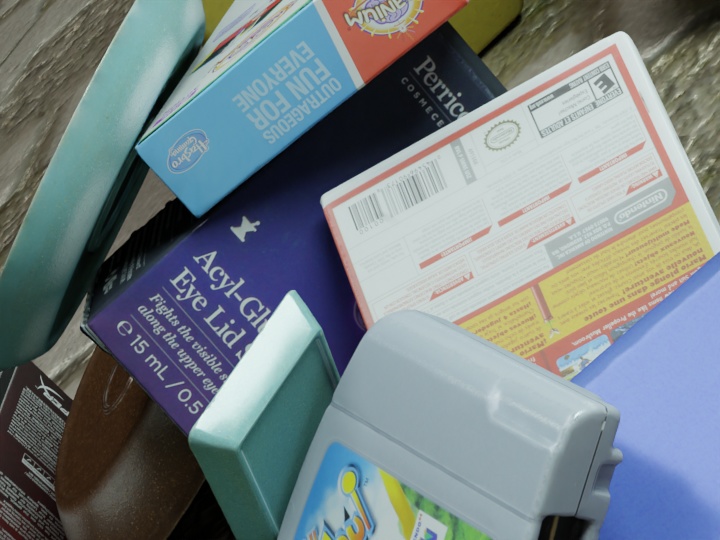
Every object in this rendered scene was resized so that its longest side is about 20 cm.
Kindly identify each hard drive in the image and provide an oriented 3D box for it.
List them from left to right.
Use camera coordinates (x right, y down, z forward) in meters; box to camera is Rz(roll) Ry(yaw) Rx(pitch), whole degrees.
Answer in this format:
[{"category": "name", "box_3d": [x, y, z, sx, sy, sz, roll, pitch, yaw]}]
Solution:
[{"category": "hard drive", "box_3d": [0.131, 0.065, 0.783, 0.200, 0.025, 0.132, -41, 51, 6]}]

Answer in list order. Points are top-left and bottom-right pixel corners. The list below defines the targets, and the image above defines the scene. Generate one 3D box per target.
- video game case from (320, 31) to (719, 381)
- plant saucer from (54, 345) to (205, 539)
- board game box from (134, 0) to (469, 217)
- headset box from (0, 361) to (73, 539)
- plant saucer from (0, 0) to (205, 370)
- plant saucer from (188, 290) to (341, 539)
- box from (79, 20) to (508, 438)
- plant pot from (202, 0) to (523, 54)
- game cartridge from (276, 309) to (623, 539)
[{"category": "video game case", "box_3d": [0.076, 0.022, 0.863, 0.142, 0.017, 0.201, -28, 60, 13]}, {"category": "plant saucer", "box_3d": [-0.107, 0.060, 1.149, 0.201, 0.036, 0.201, -52, 22, 31]}, {"category": "board game box", "box_3d": [-0.008, -0.118, 0.980, 0.153, 0.040, 0.200, -37, 14, 24]}, {"category": "headset box", "box_3d": [-0.228, 0.160, 1.206, 0.148, 0.077, 0.201, -32, 27, 27]}, {"category": "plant saucer", "box_3d": [-0.113, -0.042, 0.993, 0.200, 0.027, 0.201, -90, 26, -87]}, {"category": "plant saucer", "box_3d": [-0.018, 0.091, 0.877, 0.019, 0.201, 0.070, 23, 64, 25]}, {"category": "box", "box_3d": [0.000, 0.000, 0.993, 0.200, 0.148, 0.104, -41, 12, 8]}, {"category": "plant pot", "box_3d": [-0.021, -0.190, 1.287, 0.195, 0.200, 0.194, -42, 24, 3]}, {"category": "game cartridge", "box_3d": [0.016, 0.122, 0.796, 0.133, 0.040, 0.202, 26, 102, 56]}]
